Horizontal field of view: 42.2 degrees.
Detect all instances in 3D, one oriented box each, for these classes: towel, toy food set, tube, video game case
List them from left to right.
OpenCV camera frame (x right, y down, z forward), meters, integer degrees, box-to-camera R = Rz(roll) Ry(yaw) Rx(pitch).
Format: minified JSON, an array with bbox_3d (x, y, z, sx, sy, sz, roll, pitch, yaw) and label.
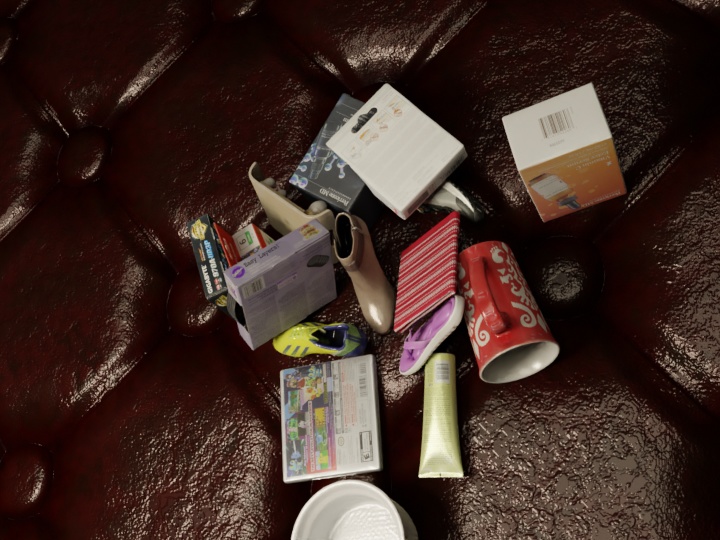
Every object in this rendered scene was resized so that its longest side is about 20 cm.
[{"bbox_3d":[-0.114,-0.108,1.719,0.200,0.144,0.060,36,70,31],"label":"toy food set"},{"bbox_3d":[-0.053,0.257,1.618,0.181,0.023,0.202,-12,67,19],"label":"video game case"},{"bbox_3d":[0.115,0.001,1.567,0.144,0.022,0.201,-39,27,35],"label":"towel"},{"bbox_3d":[0.131,0.238,1.534,0.058,0.052,0.202,145,129,-61],"label":"tube"}]

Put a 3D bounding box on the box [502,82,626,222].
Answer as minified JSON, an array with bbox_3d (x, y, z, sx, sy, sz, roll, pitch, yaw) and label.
[{"bbox_3d":[0.335,-0.186,1.517,0.151,0.200,0.107,-20,62,15],"label":"box"}]

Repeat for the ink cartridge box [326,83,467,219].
[{"bbox_3d":[0.062,-0.209,1.637,0.162,0.050,0.200,-45,64,-3],"label":"ink cartridge box"}]

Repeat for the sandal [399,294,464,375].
[{"bbox_3d":[0.106,0.098,1.537,0.203,0.050,0.083,-53,17,43],"label":"sandal"}]

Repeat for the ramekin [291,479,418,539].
[{"bbox_3d":[-0.003,0.440,1.475,0.199,0.098,0.202,-11,65,23],"label":"ramekin"}]

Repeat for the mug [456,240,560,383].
[{"bbox_3d":[0.228,0.051,1.497,0.132,0.178,0.201,-11,58,-10],"label":"mug"}]

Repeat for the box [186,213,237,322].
[{"bbox_3d":[-0.233,0.010,1.690,0.046,0.200,0.160,-24,63,9],"label":"box"}]

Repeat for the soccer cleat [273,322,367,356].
[{"bbox_3d":[-0.081,0.117,1.642,0.199,0.084,0.065,-1,72,34],"label":"soccer cleat"}]

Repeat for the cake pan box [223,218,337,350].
[{"bbox_3d":[-0.136,0.028,1.615,0.199,0.185,0.052,-33,54,-19],"label":"cake pan box"}]

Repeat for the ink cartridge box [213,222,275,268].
[{"bbox_3d":[-0.181,-0.020,1.678,0.050,0.200,0.109,-30,61,10],"label":"ink cartridge box"}]

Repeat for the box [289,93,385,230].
[{"bbox_3d":[-0.008,-0.199,1.727,0.148,0.107,0.201,28,84,29],"label":"box"}]

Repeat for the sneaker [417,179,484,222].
[{"bbox_3d":[0.138,-0.128,1.663,0.200,0.074,0.080,33,95,36],"label":"sneaker"}]

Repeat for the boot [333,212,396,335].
[{"bbox_3d":[0.000,0.000,1.622,0.070,0.146,0.201,-21,64,13],"label":"boot"}]
